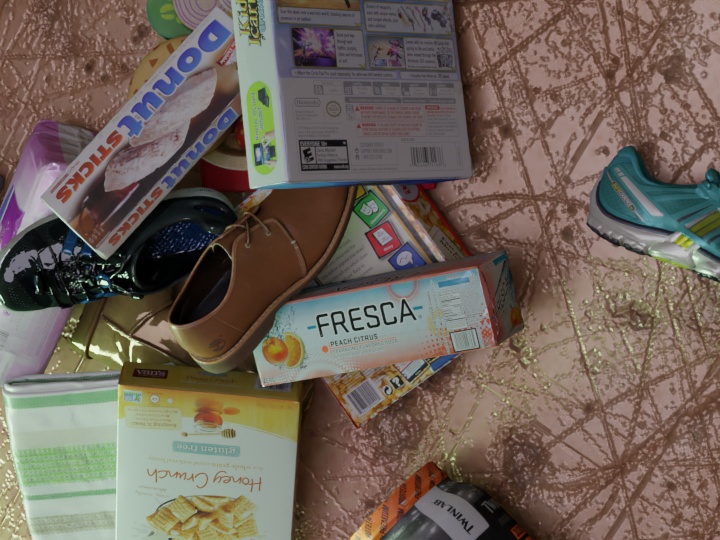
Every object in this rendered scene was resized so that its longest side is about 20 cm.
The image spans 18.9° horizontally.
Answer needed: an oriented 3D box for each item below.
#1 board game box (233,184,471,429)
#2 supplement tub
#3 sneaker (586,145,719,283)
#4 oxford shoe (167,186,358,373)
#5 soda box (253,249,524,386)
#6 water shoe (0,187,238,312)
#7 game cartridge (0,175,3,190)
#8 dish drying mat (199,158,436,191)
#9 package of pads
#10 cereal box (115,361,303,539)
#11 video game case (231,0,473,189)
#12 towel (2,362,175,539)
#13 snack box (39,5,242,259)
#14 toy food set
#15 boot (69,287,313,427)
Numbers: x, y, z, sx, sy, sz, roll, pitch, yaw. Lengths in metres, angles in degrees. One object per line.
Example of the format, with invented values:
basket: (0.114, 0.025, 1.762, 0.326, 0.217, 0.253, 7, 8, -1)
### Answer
board game box: (0.000, 0.000, 1.686, 0.151, 0.046, 0.200, -37, 88, 25)
supplement tub: (0.091, 0.250, 1.659, 0.200, 0.123, 0.123, 45, 110, 8)
sneaker: (0.264, -0.032, 1.584, 0.200, 0.078, 0.080, 21, 96, 16)
oxford shoe: (-0.071, -0.020, 1.606, 0.071, 0.071, 0.200, 25, 76, 39)
soda box: (0.017, 0.036, 1.624, 0.200, 0.068, 0.064, -10, 97, 24)
water shoe: (-0.190, -0.012, 1.652, 0.200, 0.079, 0.072, -20, 114, -1)
game cartridge: (-0.388, -0.079, 1.747, 0.130, 0.200, 0.038, 25, 109, 15)
dish drying mat: (-0.036, -0.101, 1.711, 0.200, 0.018, 0.077, 0, 99, 20)
package of pads: (-0.261, -0.013, 1.749, 0.076, 0.121, 0.200, 20, 106, -18)
cereal box: (-0.122, 0.169, 1.713, 0.144, 0.040, 0.200, 4, 120, 1)
video game case: (-0.006, -0.153, 1.587, 0.045, 0.200, 0.181, -6, 88, 44)
towel: (-0.203, 0.167, 1.755, 0.149, 0.031, 0.200, -4, 120, 4)
snack box: (-0.150, -0.104, 1.633, 0.200, 0.024, 0.072, -48, 61, -3)
toy food set: (-0.089, -0.177, 1.680, 0.200, 0.049, 0.198, 10, 89, 32)
boot: (-0.121, 0.046, 1.743, 0.200, 0.066, 0.175, 30, 119, 15)
